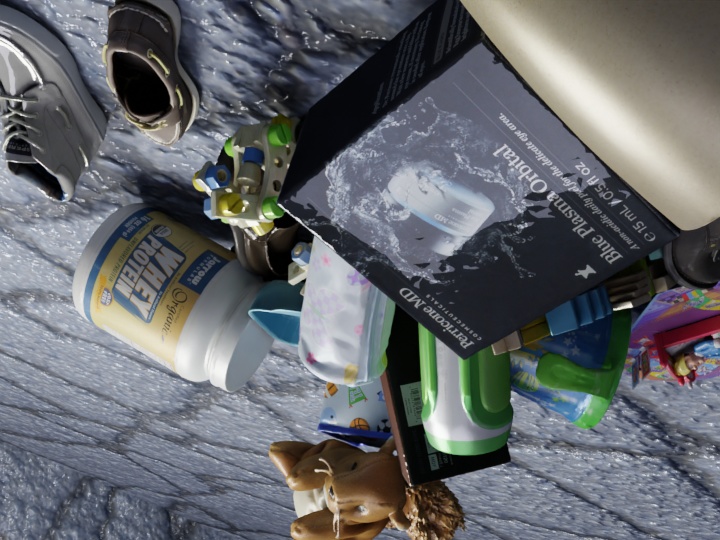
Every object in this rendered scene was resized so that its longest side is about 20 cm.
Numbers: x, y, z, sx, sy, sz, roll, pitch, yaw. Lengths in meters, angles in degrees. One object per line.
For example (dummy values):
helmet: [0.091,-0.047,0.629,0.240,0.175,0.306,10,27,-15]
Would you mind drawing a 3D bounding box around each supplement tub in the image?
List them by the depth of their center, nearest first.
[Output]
supplement tub: [-0.194,0.030,1.176,0.199,0.145,0.145,28,159,14]

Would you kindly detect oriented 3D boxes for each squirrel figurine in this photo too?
squirrel figurine: [0.017,0.236,1.163,0.198,0.143,0.187,4,157,-23]

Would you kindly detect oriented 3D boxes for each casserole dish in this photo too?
casserole dish: [-0.043,0.050,1.119,0.120,0.039,0.200,8,165,12]

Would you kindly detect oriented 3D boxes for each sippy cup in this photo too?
sippy cup: [0.188,0.076,1.089,0.129,0.141,0.178,16,156,-1]

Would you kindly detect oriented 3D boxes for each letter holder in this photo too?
letter holder: [0.065,0.093,1.072,0.099,0.202,0.142,-12,180,-6]

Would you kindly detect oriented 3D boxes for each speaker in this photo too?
speaker: [0.090,0.053,0.942,0.087,0.202,0.089,-4,-166,1]

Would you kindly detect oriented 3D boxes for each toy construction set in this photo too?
toy construction set: [-0.057,-0.059,0.959,0.091,0.132,0.200,2,153,31]

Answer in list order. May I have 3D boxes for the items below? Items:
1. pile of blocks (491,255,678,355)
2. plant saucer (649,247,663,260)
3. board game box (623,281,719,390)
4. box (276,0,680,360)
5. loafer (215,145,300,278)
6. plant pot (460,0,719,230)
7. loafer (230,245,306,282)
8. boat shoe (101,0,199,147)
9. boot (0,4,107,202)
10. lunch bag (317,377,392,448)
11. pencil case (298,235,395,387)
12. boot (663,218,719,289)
pile of blocks: [0.179,0.007,0.874,0.199,0.063,0.082,-19,-179,-33]
plant saucer: [0.178,-0.036,0.980,0.198,0.036,0.200,14,156,6]
board game box: [0.338,0.079,1.052,0.156,0.039,0.201,5,147,-9]
box: [0.084,-0.070,0.754,0.196,0.118,0.199,39,129,-21]
loafer: [-0.088,-0.049,1.073,0.071,0.074,0.200,10,156,16]
plant pot: [0.148,-0.156,0.593,0.199,0.188,0.187,33,155,-2]
loafer: [-0.063,0.010,1.200,0.198,0.064,0.072,6,156,21]
boat shoe: [-0.179,-0.156,0.914,0.071,0.060,0.200,15,156,1]
boot: [-0.294,-0.141,0.973,0.073,0.096,0.200,7,155,19]
lunch bag: [0.073,0.121,1.217,0.198,0.172,0.124,0,164,31]
pencil case: [0.000,0.000,0.931,0.090,0.083,0.202,33,126,32]
boot: [0.317,-0.045,0.830,0.173,0.070,0.200,1,150,33]
